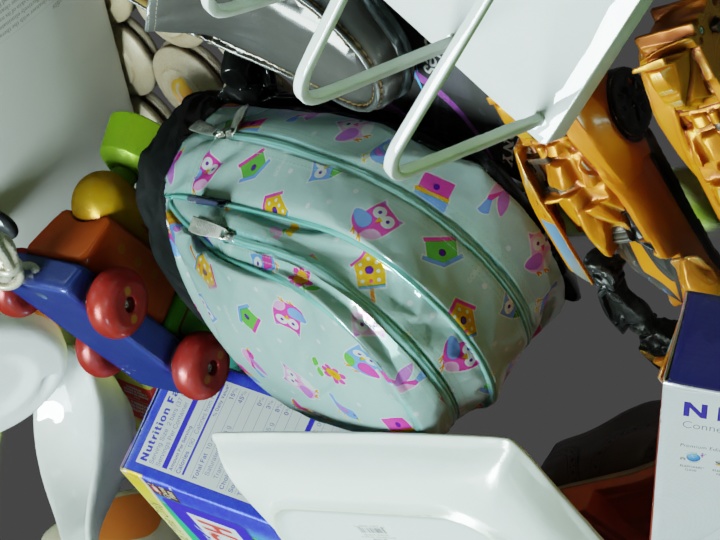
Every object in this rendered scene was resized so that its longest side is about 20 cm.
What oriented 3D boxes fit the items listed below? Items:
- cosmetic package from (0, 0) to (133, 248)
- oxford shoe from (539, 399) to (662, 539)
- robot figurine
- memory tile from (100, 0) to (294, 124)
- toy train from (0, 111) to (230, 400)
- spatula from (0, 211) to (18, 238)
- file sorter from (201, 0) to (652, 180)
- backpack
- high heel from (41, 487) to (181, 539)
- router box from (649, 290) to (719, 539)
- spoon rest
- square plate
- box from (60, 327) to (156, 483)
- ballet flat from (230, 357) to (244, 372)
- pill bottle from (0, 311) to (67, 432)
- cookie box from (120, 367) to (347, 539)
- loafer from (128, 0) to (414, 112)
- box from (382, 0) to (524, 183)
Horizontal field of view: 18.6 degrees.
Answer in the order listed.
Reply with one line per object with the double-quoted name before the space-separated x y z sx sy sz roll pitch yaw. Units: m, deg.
"cosmetic package" -0.185 -0.099 1.110 0.085 0.108 0.200 25 143 29
"oxford shoe" 0.154 0.082 0.992 0.200 0.073 0.071 -18 130 36
"robot figurine" 0.137 -0.014 0.889 0.145 0.058 0.200 -10 124 40
"memory tile" -0.105 -0.103 1.129 0.200 0.017 0.154 24 143 31
"toy train" -0.125 -0.027 1.054 0.084 0.116 0.200 9 158 38
"spatula" -0.233 -0.019 1.135 0.200 0.021 0.057 -6 136 48
"file sorter" 0.003 -0.147 0.781 0.200 0.124 0.139 44 128 17
"backpack" 0.000 0.000 0.991 0.200 0.127 0.167 17 157 50
"high heel" -0.088 0.179 1.324 0.199 0.067 0.096 -8 123 2
"router box" 0.217 0.099 0.885 0.199 0.049 0.180 10 141 13
"spoon rest" -0.147 0.130 1.253 0.200 0.060 0.099 59 139 30
"square plate" 0.047 0.144 0.986 0.200 0.028 0.198 -4 135 48
"box" -0.132 0.051 1.309 0.075 0.050 0.200 22 142 34
"ballet flat" -0.028 0.053 1.190 0.067 0.068 0.200 37 160 -25
"pill bottle" -0.256 -0.007 1.280 0.200 0.112 0.112 60 157 29
"cookie box" -0.003 0.134 1.154 0.199 0.075 0.171 17 160 23
"loafer" -0.068 -0.122 0.942 0.200 0.072 0.073 33 146 17
"box" 0.004 -0.134 0.946 0.200 0.036 0.143 28 145 23
